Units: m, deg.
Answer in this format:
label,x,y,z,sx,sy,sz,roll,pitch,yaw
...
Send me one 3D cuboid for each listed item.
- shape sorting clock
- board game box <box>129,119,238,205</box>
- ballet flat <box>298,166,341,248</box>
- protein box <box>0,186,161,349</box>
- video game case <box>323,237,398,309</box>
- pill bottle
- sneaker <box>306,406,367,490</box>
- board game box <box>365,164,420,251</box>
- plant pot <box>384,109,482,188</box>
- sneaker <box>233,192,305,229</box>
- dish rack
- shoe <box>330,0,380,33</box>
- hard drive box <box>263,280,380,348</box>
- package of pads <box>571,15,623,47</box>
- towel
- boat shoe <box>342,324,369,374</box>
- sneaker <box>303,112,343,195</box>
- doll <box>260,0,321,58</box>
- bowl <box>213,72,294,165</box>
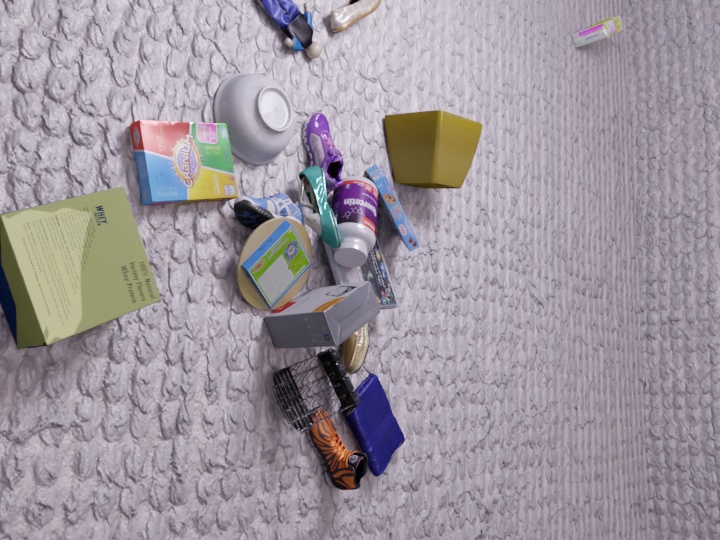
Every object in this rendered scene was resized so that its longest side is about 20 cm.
label,x,y,z,sx,sy,sz,roll,pitch,yaw
shape sorting clock,-0.180,-0.014,1.401,0.198,0.039,0.204,-27,129,-39
board game box,-0.341,-0.210,1.291,0.198,0.040,0.156,-11,92,-47
ballet flat,-0.099,-0.136,1.466,0.069,0.067,0.204,-10,73,-18
protein box,-0.465,-0.006,1.059,0.198,0.133,0.202,-25,101,-45
video game case,0.000,0.000,1.596,0.180,0.023,0.204,0,67,-46
pill bottle,-0.016,-0.113,1.541,0.112,0.111,0.203,34,46,-38
sneaker,-0.043,0.395,1.465,0.077,0.111,0.203,-35,108,-44
board game box,0.081,-0.160,1.670,0.036,0.152,0.202,-29,110,2
plant pot,0.189,-0.316,1.777,0.198,0.198,0.181,2,94,-46
sneaker,-0.197,-0.129,1.418,0.199,0.075,0.079,19,64,-54
dish rack,-0.102,0.263,1.437,0.198,0.054,0.155,-17,73,-42
shoe,-0.013,-0.671,1.688,0.200,0.069,0.054,-48,126,-37
hard drive box,-0.082,0.096,1.405,0.155,0.198,0.078,-33,106,-44
package of pads,0.992,-0.996,2.748,0.199,0.153,0.069,-33,107,-44
towel,0.029,0.372,1.597,0.147,0.049,0.203,-40,113,-50
boat shoe,-0.022,0.142,1.564,0.076,0.071,0.203,34,50,-34
sneaker,-0.079,-0.273,1.547,0.080,0.087,0.205,0,83,-45
doll,-0.155,-0.581,1.539,0.200,0.048,0.138,46,55,-32
bowl,-0.208,-0.336,1.416,0.199,0.089,0.206,10,76,-45
